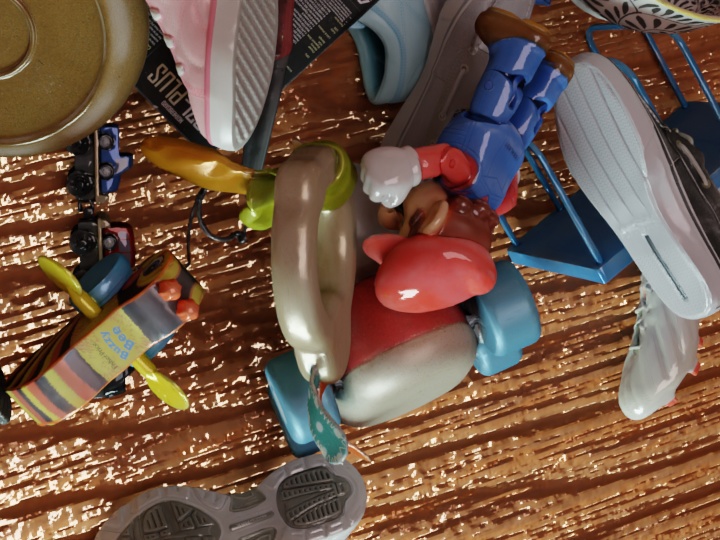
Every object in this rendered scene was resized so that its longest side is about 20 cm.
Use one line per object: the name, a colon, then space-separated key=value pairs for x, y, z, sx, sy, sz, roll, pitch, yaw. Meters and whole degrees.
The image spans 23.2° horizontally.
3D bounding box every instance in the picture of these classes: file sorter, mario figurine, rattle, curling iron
file sorter: x=0.189 y=-0.105 z=1.293 sx=0.199 sy=0.138 sz=0.123 roll=-39 pitch=109 yaw=-15
mario figurine: x=0.055 y=-0.069 z=1.132 sx=0.123 sy=0.106 sz=0.202 roll=30 pitch=78 yaw=-18
rattle: x=-0.066 y=0.022 z=1.097 sx=0.141 sy=0.130 sz=0.203 roll=-2 pitch=108 yaw=-3
curling iron: x=-0.052 y=-0.137 z=1.099 sx=0.025 sy=0.050 sz=0.202 roll=4 pitch=123 yaw=-24

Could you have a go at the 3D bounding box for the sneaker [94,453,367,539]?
sneaker: x=-0.090 y=0.197 z=1.243 sx=0.197 sy=0.100 sz=0.079 roll=-10 pitch=59 yaw=-4

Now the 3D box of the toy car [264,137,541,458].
toy car: x=0.000 y=0.000 z=1.232 sx=0.183 sy=0.177 sz=0.202 roll=-22 pitch=80 yaw=-7

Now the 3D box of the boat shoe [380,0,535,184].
boat shoe: x=0.077 y=-0.127 z=1.217 sx=0.072 sy=0.069 sz=0.201 roll=6 pitch=124 yaw=-46

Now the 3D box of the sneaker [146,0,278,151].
sneaker: x=-0.107 y=-0.175 z=1.045 sx=0.103 sy=0.075 sz=0.203 roll=6 pitch=109 yaw=16

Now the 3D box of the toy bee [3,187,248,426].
toy bee: x=-0.148 y=0.022 z=1.126 sx=0.130 sy=0.109 sz=0.202 roll=26 pitch=92 yaw=-19

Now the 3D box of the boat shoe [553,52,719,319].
boat shoe: x=0.199 y=-0.065 z=1.198 sx=0.071 sy=0.072 sz=0.201 roll=-39 pitch=107 yaw=-37

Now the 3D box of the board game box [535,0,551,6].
board game box: x=0.110 y=-0.305 z=1.226 sx=0.152 sy=0.045 sz=0.202 roll=18 pitch=87 yaw=-58

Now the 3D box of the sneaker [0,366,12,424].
sneaker: x=-0.304 y=0.038 z=1.121 sx=0.088 sy=0.074 sz=0.201 roll=-33 pitch=121 yaw=7

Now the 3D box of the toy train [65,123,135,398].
toy train: x=-0.173 y=-0.013 z=1.184 sx=0.045 sy=0.034 sz=0.203 roll=-3 pitch=101 yaw=-7

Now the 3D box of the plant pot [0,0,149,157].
plant pot: x=-0.230 y=-0.152 z=1.080 sx=0.197 sy=0.028 sz=0.202 roll=0 pitch=124 yaw=1

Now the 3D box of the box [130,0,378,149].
box: x=-0.111 y=-0.205 z=1.130 sx=0.164 sy=0.086 sz=0.200 roll=-42 pitch=115 yaw=8

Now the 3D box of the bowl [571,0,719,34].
bowl: x=0.189 y=-0.234 z=1.215 sx=0.199 sy=0.094 sz=0.203 roll=14 pitch=58 yaw=-23

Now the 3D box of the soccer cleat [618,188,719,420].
soccer cleat: x=0.243 y=0.020 z=1.382 sx=0.077 sy=0.069 sz=0.201 roll=34 pitch=77 yaw=-21

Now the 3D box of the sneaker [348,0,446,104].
sneaker: x=0.005 y=-0.208 z=1.219 sx=0.081 sy=0.074 sz=0.202 roll=-31 pitch=110 yaw=-23
